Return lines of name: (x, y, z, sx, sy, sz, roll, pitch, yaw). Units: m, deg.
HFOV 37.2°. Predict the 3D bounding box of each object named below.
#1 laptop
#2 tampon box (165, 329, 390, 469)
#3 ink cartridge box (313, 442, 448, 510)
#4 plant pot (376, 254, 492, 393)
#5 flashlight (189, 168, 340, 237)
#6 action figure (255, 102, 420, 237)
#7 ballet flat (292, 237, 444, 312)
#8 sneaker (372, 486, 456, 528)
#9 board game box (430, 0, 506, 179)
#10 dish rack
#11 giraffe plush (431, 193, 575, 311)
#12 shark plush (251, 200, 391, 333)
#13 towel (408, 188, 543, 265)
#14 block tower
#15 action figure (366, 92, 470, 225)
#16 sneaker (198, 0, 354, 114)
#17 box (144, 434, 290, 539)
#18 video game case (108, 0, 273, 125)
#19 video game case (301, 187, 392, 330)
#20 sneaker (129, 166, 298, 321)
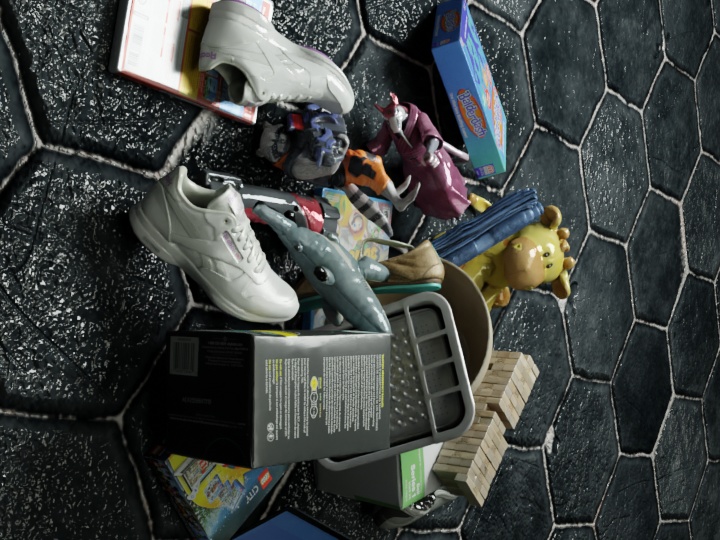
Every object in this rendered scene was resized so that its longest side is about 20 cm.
laptop: (-0.099, 0.382, 1.218, 0.177, 0.102, 0.203, 40, 63, -43)
tampon box: (-0.085, 0.127, 1.122, 0.198, 0.148, 0.129, 3, 87, -47)
ink cartridge box: (0.056, 0.220, 1.359, 0.198, 0.144, 0.086, -14, 103, -48)
plant pot: (0.078, 0.095, 1.334, 0.134, 0.197, 0.204, 40, 61, -66)
flashlight: (-0.111, -0.061, 1.205, 0.198, 0.067, 0.069, 5, 64, -47)
action figure: (-0.030, -0.113, 1.221, 0.201, 0.191, 0.106, -85, -162, -68)
ballet flat: (0.000, 0.000, 1.268, 0.068, 0.196, 0.074, 56, 25, -76)
sneaker: (0.076, 0.301, 1.459, 0.075, 0.079, 0.199, 55, 23, 16)
board game box: (0.152, -0.252, 1.469, 0.153, 0.044, 0.202, -79, 150, -54)
dish rack: (0.030, 0.132, 1.244, 0.044, 0.197, 0.175, 40, 34, -66)
giraffe plush: (0.217, -0.013, 1.520, 0.201, 0.160, 0.174, -56, 131, -30)
shark plush: (-0.034, -0.009, 1.176, 0.201, 0.090, 0.084, 57, 10, -20)
towel: (0.147, -0.043, 1.417, 0.049, 0.198, 0.112, 59, 2, 5)
block tower: (0.155, 0.188, 1.324, 0.054, 0.057, 0.202, 55, 50, -35)
action figure: (0.083, -0.158, 1.372, 0.150, 0.132, 0.201, -59, 136, -29)
sneaker: (-0.095, -0.210, 1.173, 0.198, 0.074, 0.101, 27, 76, -32)
box: (-0.139, 0.194, 1.205, 0.200, 0.037, 0.138, -47, 126, -37)
video game case: (-0.175, -0.252, 1.142, 0.198, 0.017, 0.146, 15, 81, -50)
video game case: (-0.015, 0.005, 1.355, 0.142, 0.018, 0.204, 7, 88, -51)
sneaker: (-0.135, -0.023, 1.085, 0.199, 0.100, 0.075, 37, 23, -17)
